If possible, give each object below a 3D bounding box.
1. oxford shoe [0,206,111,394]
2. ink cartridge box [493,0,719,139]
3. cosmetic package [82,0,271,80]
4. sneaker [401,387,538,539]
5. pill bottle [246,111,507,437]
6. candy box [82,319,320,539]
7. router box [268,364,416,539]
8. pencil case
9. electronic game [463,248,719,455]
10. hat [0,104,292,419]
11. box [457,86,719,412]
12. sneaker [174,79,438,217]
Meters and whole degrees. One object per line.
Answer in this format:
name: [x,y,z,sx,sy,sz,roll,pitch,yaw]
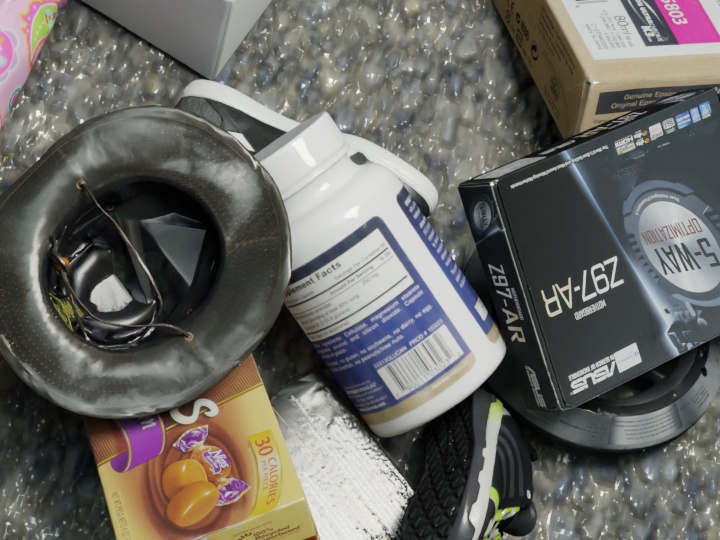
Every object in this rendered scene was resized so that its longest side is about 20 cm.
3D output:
oxford shoe: [-0.215,-0.017,1.215,0.074,0.071,0.200,29,70,17]
ink cartridge box: [0.206,-0.178,1.345,0.164,0.075,0.200,-7,45,-14]
cosmetic package: [-0.134,-0.285,1.327,0.199,0.123,0.200,32,63,3]
sneaker: [0.085,0.144,1.172,0.083,0.072,0.200,41,26,-9]
pill bottle: [0.000,0.000,1.197,0.111,0.111,0.200,-38,100,-24]
candy box: [-0.109,0.109,1.141,0.116,0.057,0.200,-19,44,-5]
router box: [-0.028,0.184,1.184,0.149,0.051,0.200,-34,77,-21]
pencil case: [-0.272,-0.145,1.258,0.087,0.087,0.200,24,65,-1]
electronic game: [0.166,0.039,1.295,0.199,0.042,0.201,7,57,-11]
hat: [-0.140,0.001,1.148,0.200,0.081,0.201,1,79,-3]
box: [0.176,-0.016,1.212,0.200,0.043,0.161,-22,100,-26]
sneaker: [-0.055,-0.046,1.275,0.199,0.073,0.112,22,67,7]
